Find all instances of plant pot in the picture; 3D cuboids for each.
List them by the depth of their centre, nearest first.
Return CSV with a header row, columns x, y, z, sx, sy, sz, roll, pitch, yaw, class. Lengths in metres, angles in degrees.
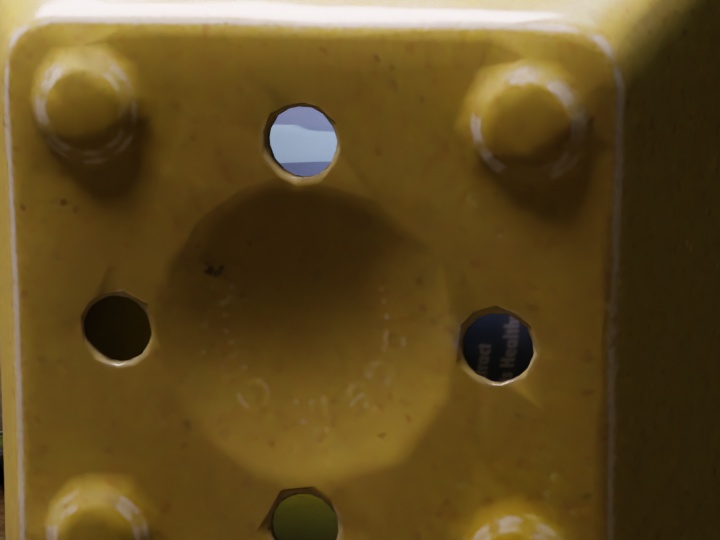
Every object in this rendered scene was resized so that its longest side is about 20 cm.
x,y,z,sx,sy,sz,roll,pitch,yaw,class
0.010,-0.009,0.490,0.193,0.197,0.200,3,12,11,plant pot

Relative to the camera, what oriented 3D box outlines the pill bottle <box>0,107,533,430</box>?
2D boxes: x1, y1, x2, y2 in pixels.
x,y,z,sx,sy,sz,roll,pitch,yaw,class
-0.024,0.004,0.685,0.199,0.120,0.120,-1,5,-17,pill bottle
